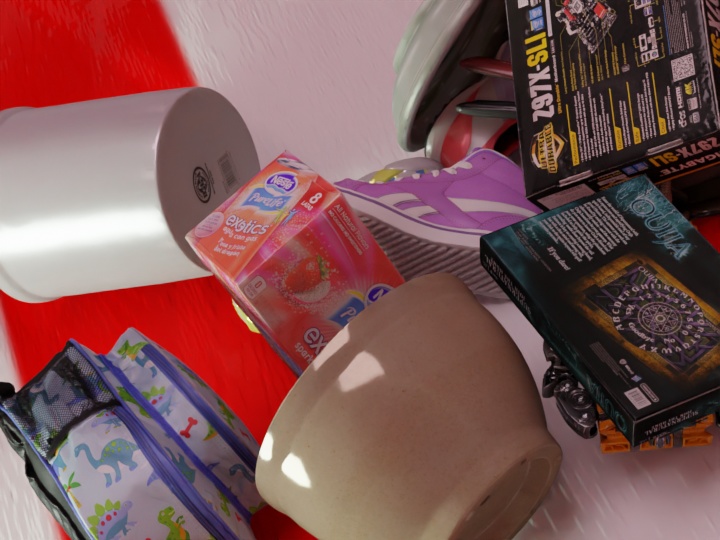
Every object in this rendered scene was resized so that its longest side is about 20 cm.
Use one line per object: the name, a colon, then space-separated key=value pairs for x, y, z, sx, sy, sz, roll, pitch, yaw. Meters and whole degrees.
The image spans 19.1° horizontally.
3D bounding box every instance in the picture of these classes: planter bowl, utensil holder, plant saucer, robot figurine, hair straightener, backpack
planter bowl: x=0.048 y=0.121 z=1.426 sx=0.200 sy=0.200 sz=0.135 roll=-45 pitch=66 yaw=-10
utensil holder: x=-0.208 y=-0.065 z=1.809 sx=0.200 sy=0.170 sz=0.170 roll=-6 pitch=47 yaw=31
plant saucer: x=0.075 y=-0.189 z=1.705 sx=0.050 sy=0.200 sz=0.200 roll=34 pitch=71 yaw=11
robot figurine: x=0.193 y=0.049 z=1.455 sx=0.145 sy=0.058 sz=0.200 roll=-4 pitch=44 yaw=3
hair straightener: x=0.168 y=-0.111 z=1.644 sx=0.200 sy=0.077 sz=0.041 roll=12 pitch=15 yaw=15
backpack: x=-0.146 y=0.149 z=1.529 sx=0.147 sy=0.183 sz=0.200 roll=-39 pitch=43 yaw=-2

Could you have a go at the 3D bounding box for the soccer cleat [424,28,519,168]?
soccer cleat: x=0.134 y=-0.148 z=1.727 sx=0.073 sy=0.068 sz=0.200 roll=29 pitch=66 yaw=26

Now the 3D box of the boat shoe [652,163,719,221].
boat shoe: x=0.223 y=-0.063 z=1.556 sx=0.200 sy=0.072 sz=0.065 roll=-15 pitch=42 yaw=21

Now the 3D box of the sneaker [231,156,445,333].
sneaker: x=0.000 y=0.000 z=1.674 sx=0.200 sy=0.076 sz=0.105 roll=-36 pitch=54 yaw=5

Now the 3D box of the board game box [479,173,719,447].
board game box: x=0.185 y=0.022 z=1.420 sx=0.135 sy=0.028 sz=0.200 roll=-20 pitch=45 yaw=-17

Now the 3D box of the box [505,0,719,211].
box: x=0.188 y=-0.156 z=1.548 sx=0.160 sy=0.049 sz=0.200 roll=-21 pitch=61 yaw=32

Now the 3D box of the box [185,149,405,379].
box: x=-0.021 y=0.025 z=1.545 sx=0.103 sy=0.200 sz=0.095 roll=-41 pitch=36 yaw=-7

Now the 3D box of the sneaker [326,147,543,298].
sneaker: x=0.047 y=-0.050 z=1.631 sx=0.200 sy=0.073 sz=0.114 roll=15 pitch=53 yaw=2
